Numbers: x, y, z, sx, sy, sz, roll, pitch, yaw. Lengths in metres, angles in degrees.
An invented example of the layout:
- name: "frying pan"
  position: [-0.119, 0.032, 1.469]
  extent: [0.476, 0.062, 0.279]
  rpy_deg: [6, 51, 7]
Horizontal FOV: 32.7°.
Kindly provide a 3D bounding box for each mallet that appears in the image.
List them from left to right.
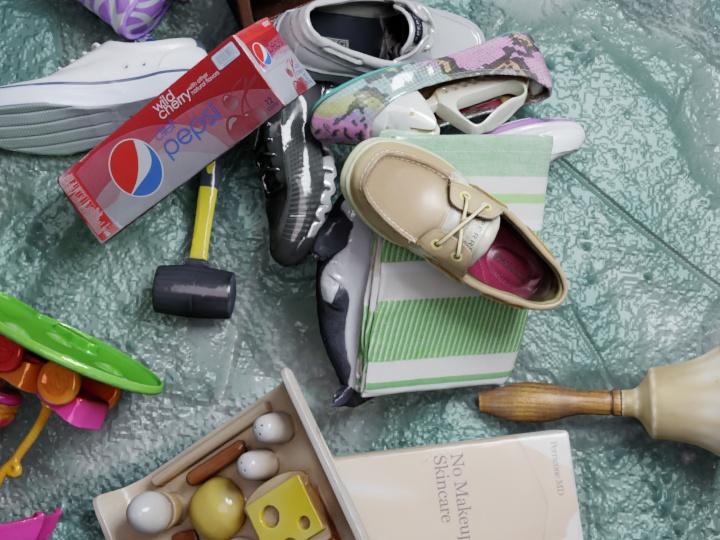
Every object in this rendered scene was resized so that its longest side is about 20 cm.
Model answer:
- name: "mallet"
  position: [-0.114, -0.057, 0.985]
  extent: [0.066, 0.041, 0.200]
  rpy_deg: [13, 77, 0]

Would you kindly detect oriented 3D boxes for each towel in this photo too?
- name: "towel"
  position: [0.069, -0.005, 0.928]
  extent: [0.152, 0.023, 0.200]
  rpy_deg: [-2, 105, -28]

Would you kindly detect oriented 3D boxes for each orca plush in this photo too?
- name: "orca plush"
  position: [0.000, 0.000, 0.948]
  extent: [0.105, 0.071, 0.200]
  rpy_deg: [-14, 112, -25]

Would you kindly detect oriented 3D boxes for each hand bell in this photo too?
- name: "hand bell"
  position: [0.193, 0.105, 0.961]
  extent: [0.200, 0.104, 0.104]
  rpy_deg: [-2, 81, 8]

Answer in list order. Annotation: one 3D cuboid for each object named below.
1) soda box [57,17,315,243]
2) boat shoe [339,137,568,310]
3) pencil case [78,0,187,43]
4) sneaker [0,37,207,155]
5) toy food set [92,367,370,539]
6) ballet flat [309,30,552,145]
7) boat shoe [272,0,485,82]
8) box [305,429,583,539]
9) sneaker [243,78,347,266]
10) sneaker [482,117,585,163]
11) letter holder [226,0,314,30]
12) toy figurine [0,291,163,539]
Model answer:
- name: "soda box"
  position: [-0.133, -0.103, 0.918]
  extent: [0.200, 0.070, 0.063]
  rpy_deg: [-32, 99, 27]
- name: "boat shoe"
  position: [0.074, -0.031, 0.870]
  extent: [0.200, 0.066, 0.074]
  rpy_deg: [28, 90, -32]
- name: "pencil case"
  position: [-0.229, -0.275, 0.990]
  extent: [0.200, 0.084, 0.086]
  rpy_deg: [41, 46, 2]
- name: "sneaker"
  position: [-0.214, -0.143, 0.983]
  extent: [0.200, 0.073, 0.071]
  rpy_deg: [-7, 58, -5]
- name: "toy food set"
  position: [-0.096, 0.182, 0.887]
  extent: [0.200, 0.060, 0.144]
  rpy_deg: [-35, 70, 23]
- name: "ballet flat"
  position: [0.062, -0.128, 0.941]
  extent: [0.200, 0.069, 0.071]
  rpy_deg: [-20, 60, -19]
- name: "boat shoe"
  position: [0.026, -0.184, 0.959]
  extent: [0.200, 0.066, 0.072]
  rpy_deg: [2, 79, -32]
- name: "box"
  position: [0.060, 0.178, 0.933]
  extent: [0.200, 0.078, 0.095]
  rpy_deg: [-8, 81, -4]
- name: "sneaker"
  position: [-0.063, -0.104, 0.967]
  extent: [0.090, 0.066, 0.200]
  rpy_deg: [15, 75, -27]
- name: "sneaker"
  position: [0.093, -0.055, 0.983]
  extent: [0.200, 0.075, 0.100]
  rpy_deg: [-25, 90, 2]
- name: "letter holder"
  position: [-0.070, -0.312, 0.968]
  extent: [0.142, 0.101, 0.200]
  rpy_deg: [-22, 66, -8]
- name: "toy figurine"
  position: [-0.273, 0.124, 0.911]
  extent: [0.200, 0.150, 0.184]
  rpy_deg: [26, 90, 23]
